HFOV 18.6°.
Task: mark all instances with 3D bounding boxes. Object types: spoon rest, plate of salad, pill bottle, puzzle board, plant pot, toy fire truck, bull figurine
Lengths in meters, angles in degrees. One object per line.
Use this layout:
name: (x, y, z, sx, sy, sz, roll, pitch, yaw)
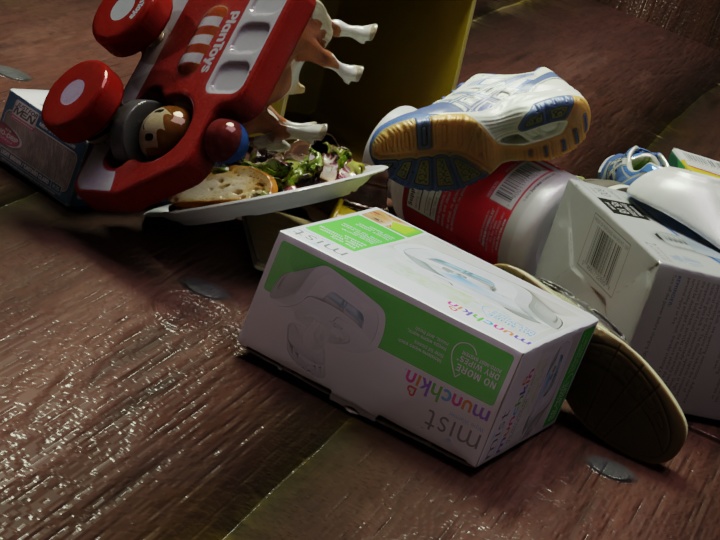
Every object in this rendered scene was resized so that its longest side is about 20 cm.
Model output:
spoon rest: (0.302, -0.042, 1.813, 0.099, 0.061, 0.200, 8, 8, -38)
plate of salad: (-0.077, -0.073, 1.760, 0.199, 0.048, 0.200, -12, 5, 1)
pill bottle: (0.101, -0.070, 1.979, 0.200, 0.113, 0.112, 31, 20, 31)
puzzle board: (0.000, 0.000, 1.811, 0.200, 0.017, 0.151, 17, 16, -13)
plant pot: (-0.035, -0.207, 2.137, 0.200, 0.201, 0.176, 6, 11, -38)
toy fire truck: (-0.133, -0.134, 1.665, 0.168, 0.200, 0.112, 3, -31, 45)
bull figurine: (-0.063, -0.176, 1.787, 0.121, 0.200, 0.065, 23, 44, -14)

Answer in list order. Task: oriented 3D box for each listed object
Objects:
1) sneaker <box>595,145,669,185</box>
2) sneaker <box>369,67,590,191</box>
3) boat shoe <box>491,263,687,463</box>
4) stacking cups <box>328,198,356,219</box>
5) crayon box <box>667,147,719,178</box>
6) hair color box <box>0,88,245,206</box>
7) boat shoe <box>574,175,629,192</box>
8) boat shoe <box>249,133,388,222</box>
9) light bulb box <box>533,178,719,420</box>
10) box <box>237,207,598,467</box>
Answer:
sneaker: (0.300, -0.095, 2.345, 0.076, 0.077, 0.200, 16, 16, -9)
sneaker: (0.096, -0.127, 1.915, 0.199, 0.075, 0.088, -10, 37, -16)
boat shoe: (0.174, 0.063, 1.662, 0.200, 0.073, 0.065, 45, 25, 13)
stacking cups: (0.058, 0.015, 1.722, 0.200, 0.061, 0.061, 28, 17, -1)
crayon box: (0.415, -0.070, 2.444, 0.127, 0.051, 0.200, 17, 16, -10)
hair color box: (-0.196, -0.101, 1.819, 0.100, 0.061, 0.200, 33, 20, 32)
boat shoe: (0.205, -0.060, 2.138, 0.060, 0.072, 0.202, 35, 25, 28)
boat shoe: (-0.034, -0.085, 1.917, 0.070, 0.071, 0.200, 4, 14, -35)
light bulb box: (0.274, 0.031, 1.841, 0.200, 0.125, 0.198, 12, 19, -23)
box: (0.043, 0.045, 1.584, 0.200, 0.097, 0.176, 27, 16, 19)
